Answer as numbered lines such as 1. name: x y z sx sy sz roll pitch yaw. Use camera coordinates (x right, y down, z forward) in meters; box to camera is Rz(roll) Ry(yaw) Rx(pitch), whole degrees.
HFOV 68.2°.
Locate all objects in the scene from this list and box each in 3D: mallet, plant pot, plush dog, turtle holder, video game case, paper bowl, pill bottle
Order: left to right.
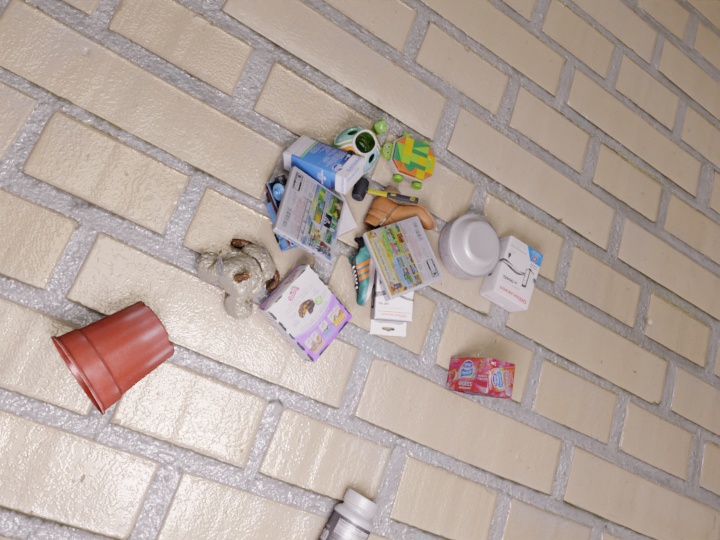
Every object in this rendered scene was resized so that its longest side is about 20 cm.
1. plant pot: -0.541 0.181 1.194 0.195 0.200 0.202 -34 96 -32
2. plush dog: -0.290 -0.003 1.362 0.201 0.160 0.172 53 40 -10
3. video game case: -0.129 -0.145 1.391 0.181 0.022 0.202 31 55 -31
4. pill bottle: -0.038 0.679 1.370 0.113 0.113 0.201 36 69 -14
5. turtle holder: 0.005 -0.352 1.539 0.184 0.132 0.143 -16 88 -25
6. mallet: 0.067 -0.213 1.542 0.198 0.041 0.066 22 73 19
7. video game case: 0.122 -0.039 1.509 0.180 0.023 0.202 -19 80 -21
8. paper bowl: 0.352 -0.077 1.665 0.198 0.104 0.203 4 80 -24

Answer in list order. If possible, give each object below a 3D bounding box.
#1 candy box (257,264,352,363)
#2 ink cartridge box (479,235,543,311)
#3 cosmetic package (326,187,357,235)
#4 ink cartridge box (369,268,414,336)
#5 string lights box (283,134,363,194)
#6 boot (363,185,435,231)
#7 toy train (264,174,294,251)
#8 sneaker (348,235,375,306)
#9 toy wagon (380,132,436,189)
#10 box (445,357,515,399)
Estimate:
1. candy box: -0.144 0.112 1.412 0.168 0.071 0.201 -48 115 -22
2. ink cartridge box: 0.489 0.014 1.720 0.145 0.084 0.202 27 72 -17
3. cosmetic package: -0.091 -0.195 1.516 0.082 0.051 0.202 -25 92 -27
4. ink cartridge box: 0.092 0.086 1.530 0.115 0.068 0.203 5 82 -9
5. string lights box: -0.101 -0.292 1.456 0.198 0.059 0.103 25 52 17
6. boot: 0.116 -0.144 1.579 0.199 0.077 0.156 38 63 -8
7. toy train: -0.196 -0.153 1.428 0.086 0.114 0.202 -23 90 -44
8. sneaker: 0.000 0.000 1.523 0.079 0.071 0.202 10 79 -7
9. toy wagon: 0.140 -0.347 1.648 0.198 0.039 0.157 17 75 -21
10. box: 0.345 0.310 1.548 0.095 0.200 0.101 18 75 -22
